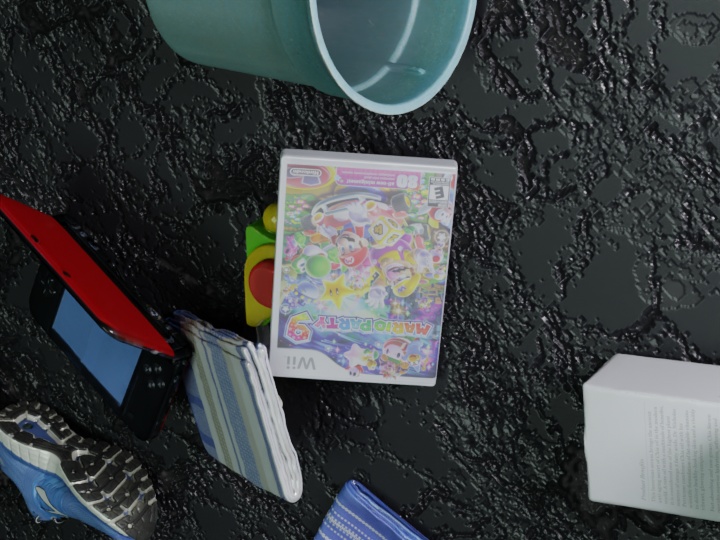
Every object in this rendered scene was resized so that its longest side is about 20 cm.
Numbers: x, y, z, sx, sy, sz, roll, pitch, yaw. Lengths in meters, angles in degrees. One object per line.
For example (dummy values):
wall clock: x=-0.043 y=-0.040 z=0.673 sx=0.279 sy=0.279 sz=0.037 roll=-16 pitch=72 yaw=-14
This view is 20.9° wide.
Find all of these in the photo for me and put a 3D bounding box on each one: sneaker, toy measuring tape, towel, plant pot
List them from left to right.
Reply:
sneaker: x=-0.273 y=0.207 z=1.875 sx=0.199 sy=0.078 sz=0.090 roll=32 pitch=132 yaw=27
towel: x=-0.110 y=0.114 z=1.696 sx=0.200 sy=0.024 sz=0.148 roll=16 pitch=124 yaw=63
toy measuring tape: x=-0.060 y=0.038 z=1.658 sx=0.073 sy=0.073 sz=0.202 roll=12 pitch=117 yaw=28
plant pot: x=-0.047 y=-0.224 z=1.465 sx=0.195 sy=0.200 sz=0.202 roll=8 pitch=115 yaw=38
towel: x=0.005 y=0.297 z=1.759 sx=0.144 sy=0.024 sz=0.201 roll=38 pitch=126 yaw=14

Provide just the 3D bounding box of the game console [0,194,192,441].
game console: x=-0.256 y=0.043 z=1.729 sx=0.200 sy=0.118 sz=0.173 roll=45 pitch=129 yaw=27

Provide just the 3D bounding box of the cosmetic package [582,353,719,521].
cosmetic package: x=0.274 y=0.131 z=1.480 sx=0.199 sy=0.071 sz=0.102 roll=7 pitch=113 yaw=30

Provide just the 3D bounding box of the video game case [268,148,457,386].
video game case: x=0.000 y=0.000 z=1.591 sx=0.142 sy=0.018 sz=0.202 roll=3 pitch=117 yaw=-2
